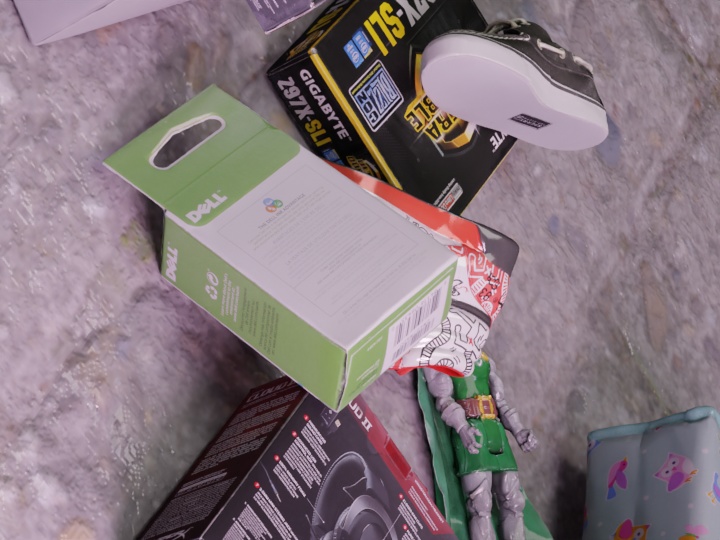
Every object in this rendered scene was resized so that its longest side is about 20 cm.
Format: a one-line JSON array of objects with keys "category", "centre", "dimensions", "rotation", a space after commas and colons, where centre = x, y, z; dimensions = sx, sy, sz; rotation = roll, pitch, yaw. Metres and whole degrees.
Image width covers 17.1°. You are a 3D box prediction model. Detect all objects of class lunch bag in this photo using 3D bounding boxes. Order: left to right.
[{"category": "lunch bag", "centre": [0.240, 0.221, 1.666], "dimensions": [0.200, 0.121, 0.171], "rotation": [49, 38, -38]}]

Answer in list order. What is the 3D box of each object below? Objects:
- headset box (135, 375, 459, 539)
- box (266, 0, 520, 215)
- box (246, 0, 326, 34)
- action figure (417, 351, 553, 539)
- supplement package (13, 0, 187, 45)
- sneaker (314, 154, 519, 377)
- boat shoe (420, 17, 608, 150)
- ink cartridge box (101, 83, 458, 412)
[{"category": "headset box", "centre": [-0.033, 0.160, 1.402], "dimensions": [0.149, 0.077, 0.200], "rotation": [56, 38, -16]}, {"category": "box", "centre": [0.034, -0.122, 1.648], "dimensions": [0.160, 0.049, 0.200], "rotation": [56, 39, -14]}, {"category": "box", "centre": [-0.055, -0.260, 1.411], "dimensions": [0.201, 0.049, 0.161], "rotation": [59, 40, -10]}, {"category": "action figure", "centre": [0.079, 0.117, 1.586], "dimensions": [0.118, 0.055, 0.202], "rotation": [4, 65, -47]}, {"category": "supplement package", "centre": [-0.121, -0.226, 1.449], "dimensions": [0.200, 0.116, 0.118], "rotation": [-27, 94, -54]}, {"category": "sneaker", "centre": [0.001, 0.000, 1.527], "dimensions": [0.200, 0.067, 0.109], "rotation": [22, 82, -21]}, {"category": "boat shoe", "centre": [0.103, -0.137, 1.650], "dimensions": [0.200, 0.070, 0.064], "rotation": [22, 58, -54]}, {"category": "ink cartridge box", "centre": [-0.051, -0.017, 1.425], "dimensions": [0.199, 0.060, 0.104], "rotation": [36, 53, 22]}]
